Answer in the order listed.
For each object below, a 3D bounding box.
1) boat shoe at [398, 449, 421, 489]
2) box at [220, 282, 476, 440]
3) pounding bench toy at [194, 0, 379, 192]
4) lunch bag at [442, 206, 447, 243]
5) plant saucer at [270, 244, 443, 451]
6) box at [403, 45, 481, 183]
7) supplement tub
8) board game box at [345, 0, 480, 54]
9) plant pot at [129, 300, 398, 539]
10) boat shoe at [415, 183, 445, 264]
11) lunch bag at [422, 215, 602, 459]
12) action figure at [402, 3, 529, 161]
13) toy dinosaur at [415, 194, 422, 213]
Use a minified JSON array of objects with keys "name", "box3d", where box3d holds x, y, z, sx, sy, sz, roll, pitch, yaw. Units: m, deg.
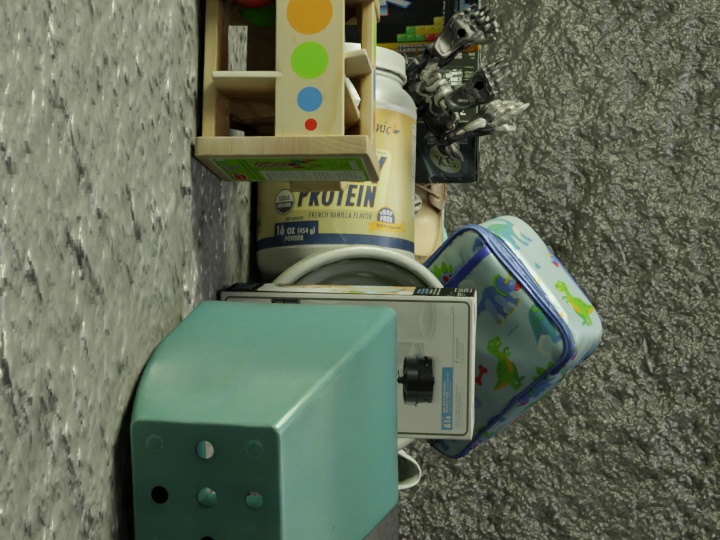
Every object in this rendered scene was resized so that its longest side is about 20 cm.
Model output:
[{"name":"boat shoe","box3d":[-0.013,0.177,1.413,0.200,0.067,0.074,10,86,-54]},{"name":"box","box3d":[-0.009,0.071,1.168,0.060,0.199,0.117,-44,136,-81]},{"name":"pounding bench toy","box3d":[-0.048,-0.149,1.140,0.200,0.124,0.157,49,41,-83]},{"name":"lunch bag","box3d":[0.017,0.010,1.596,0.122,0.170,0.201,83,3,-54]},{"name":"plant saucer","box3d":[-0.014,0.069,1.265,0.050,0.199,0.201,-135,-139,-65]},{"name":"box","box3d":[0.025,-0.175,1.527,0.086,0.199,0.164,85,7,-47]},{"name":"supplement tub","box3d":[-0.021,-0.092,1.329,0.144,0.144,0.201,52,38,-82]},{"name":"board game box","box3d":[0.011,-0.279,1.367,0.166,0.199,0.057,84,5,-46]},{"name":"plant pot","box3d":[-0.064,0.110,0.923,0.200,0.141,0.142,-42,132,-74]},{"name":"boat shoe","box3d":[0.054,-0.089,1.548,0.069,0.073,0.200,109,-18,-50]},{"name":"lunch bag","box3d":[0.101,0.058,1.319,0.082,0.200,0.161,-19,68,-51]},{"name":"action figure","box3d":[0.095,-0.169,1.345,0.200,0.102,0.119,138,-71,-81]},{"name":"toy dinosaur","box3d":[0.000,0.000,1.442,0.102,0.077,0.200,55,43,-13]}]
